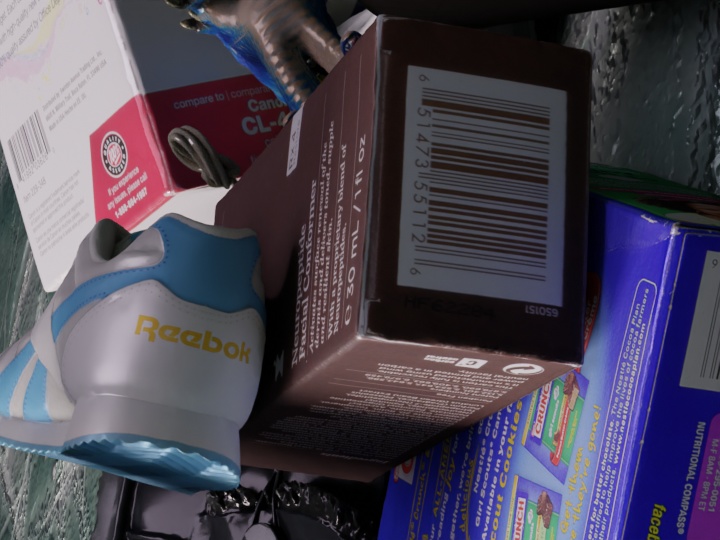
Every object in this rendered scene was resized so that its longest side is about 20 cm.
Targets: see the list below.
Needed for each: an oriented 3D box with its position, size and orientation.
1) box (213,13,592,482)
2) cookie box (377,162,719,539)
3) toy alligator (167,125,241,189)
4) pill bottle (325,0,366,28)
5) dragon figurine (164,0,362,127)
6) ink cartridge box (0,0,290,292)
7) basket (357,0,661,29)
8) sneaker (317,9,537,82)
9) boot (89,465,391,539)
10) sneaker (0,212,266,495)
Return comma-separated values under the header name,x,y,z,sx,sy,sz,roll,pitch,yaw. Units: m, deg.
name,x,y,z,sx,sy,sz,roll,pitch,yaw
box,0.005,0.001,0.705,0.200,0.074,0.101,136,139,-67
cookie box,0.076,0.056,0.694,0.200,0.075,0.173,-148,68,-71
toy alligator,0.000,0.000,0.856,0.054,0.200,0.059,-47,32,-15
pill bottle,-0.029,-0.124,1.034,0.201,0.115,0.116,118,154,-42
dragon figurine,-0.021,-0.079,0.852,0.059,0.100,0.200,-37,-2,0
ink cartridge box,-0.110,-0.110,0.979,0.147,0.085,0.202,-30,74,56
basket,0.080,-0.158,0.710,0.200,0.135,0.182,26,96,66
sneaker,0.017,-0.069,0.935,0.200,0.074,0.085,120,152,-47
boot,-0.037,0.151,0.852,0.167,0.076,0.202,-7,73,42
sneaker,-0.077,0.029,0.735,0.200,0.076,0.081,-11,65,67
